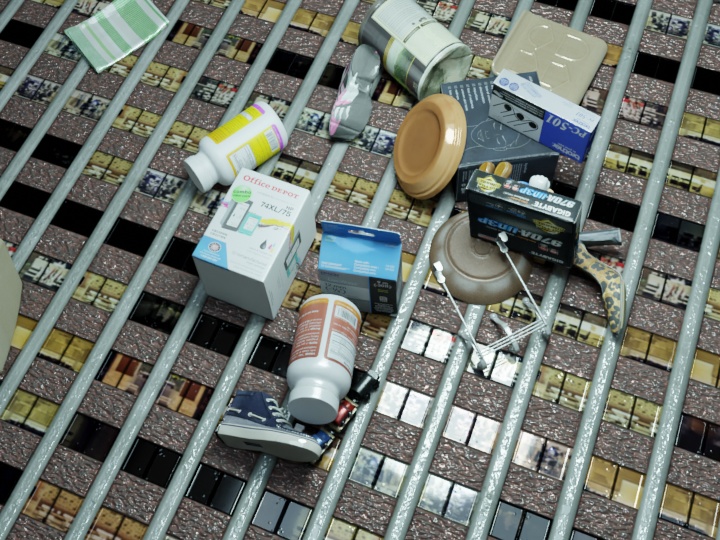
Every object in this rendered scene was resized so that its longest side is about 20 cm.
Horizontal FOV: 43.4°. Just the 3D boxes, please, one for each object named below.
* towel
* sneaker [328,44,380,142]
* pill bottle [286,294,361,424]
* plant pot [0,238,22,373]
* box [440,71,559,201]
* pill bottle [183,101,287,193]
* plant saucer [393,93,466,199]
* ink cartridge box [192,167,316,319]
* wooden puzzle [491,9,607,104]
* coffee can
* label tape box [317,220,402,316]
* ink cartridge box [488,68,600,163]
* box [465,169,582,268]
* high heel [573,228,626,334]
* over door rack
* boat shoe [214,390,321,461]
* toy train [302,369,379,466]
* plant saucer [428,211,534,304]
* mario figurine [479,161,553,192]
[{"bbox_3d":[-0.538,-0.537,2.007,0.199,0.024,0.153,-37,66,-16],"label":"towel"},{"bbox_3d":[-0.014,-0.353,1.851,0.079,0.086,0.203,24,82,-14],"label":"sneaker"},{"bbox_3d":[-0.065,0.151,1.532,0.110,0.113,0.203,6,51,6],"label":"pill bottle"},{"bbox_3d":[-0.717,0.039,1.612,0.196,0.202,0.179,10,51,9],"label":"plant pot"},{"bbox_3d":[0.262,-0.260,1.748,0.192,0.125,0.204,-8,62,0],"label":"box"},{"bbox_3d":[-0.247,-0.238,1.778,0.199,0.105,0.104,-36,65,-16],"label":"pill bottle"},{"bbox_3d":[0.122,-0.238,1.714,0.037,0.200,0.204,12,54,-33],"label":"plant saucer"},{"bbox_3d":[-0.187,-0.049,1.646,0.144,0.147,0.202,19,63,13],"label":"ink cartridge box"},{"bbox_3d":[0.392,-0.436,1.887,0.197,0.047,0.187,27,66,12],"label":"wooden puzzle"},{"bbox_3d":[0.111,-0.455,1.851,0.145,0.147,0.200,-36,65,-16],"label":"coffee can"},{"bbox_3d":[0.000,0.000,1.576,0.140,0.201,0.067,9,63,8],"label":"label tape box"},{"bbox_3d":[0.329,-0.279,1.635,0.198,0.095,0.044,31,66,17],"label":"ink cartridge box"},{"bbox_3d":[0.285,-0.090,1.582,0.197,0.160,0.047,20,67,19],"label":"box"},{"bbox_3d":[0.404,0.023,1.629,0.140,0.071,0.204,-6,66,18],"label":"high heel"},{"bbox_3d":[0.230,0.054,1.600,0.146,0.067,0.203,-24,83,-10],"label":"over door rack"},{"bbox_3d":[-0.144,0.252,1.503,0.196,0.075,0.094,7,57,24],"label":"boat shoe"},{"bbox_3d":[-0.032,0.247,1.530,0.034,0.046,0.201,32,68,20],"label":"toy train"},{"bbox_3d":[0.225,-0.035,1.678,0.196,0.037,0.204,-1,62,2],"label":"plant saucer"},{"bbox_3d":[0.308,-0.143,1.659,0.106,0.199,0.124,-43,32,22],"label":"mario figurine"}]
